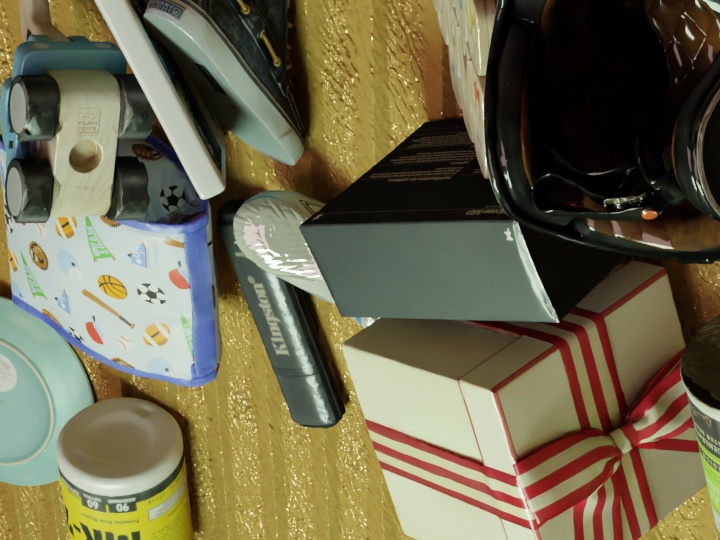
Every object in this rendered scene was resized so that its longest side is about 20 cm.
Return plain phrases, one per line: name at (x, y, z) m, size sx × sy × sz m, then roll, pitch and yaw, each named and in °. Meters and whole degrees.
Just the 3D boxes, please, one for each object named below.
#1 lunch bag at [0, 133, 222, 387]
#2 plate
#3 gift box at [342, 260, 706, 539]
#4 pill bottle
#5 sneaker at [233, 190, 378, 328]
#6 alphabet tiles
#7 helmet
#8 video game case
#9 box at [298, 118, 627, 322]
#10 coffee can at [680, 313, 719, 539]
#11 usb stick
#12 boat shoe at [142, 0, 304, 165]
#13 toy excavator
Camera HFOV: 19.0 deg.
lunch bag at (-0.183, -0.018, 1.713) m, size 0.200 × 0.124 × 0.171 m, roll 32°, pitch 139°, yaw 36°
plate at (-0.342, 0.118, 2.024) m, size 0.199 × 0.026 × 0.201 m, roll 10°, pitch 117°, yaw 21°
gift box at (0.129, 0.102, 1.429) m, size 0.186 × 0.184 × 0.201 m, roll 14°, pitch 134°, yaw 52°
pill bottle at (-0.210, 0.224, 1.956) m, size 0.114 × 0.114 × 0.201 m, roll 27°, pitch 138°, yaw 31°
sneaker at (0.000, 0.000, 1.585) m, size 0.199 × 0.072 × 0.072 m, roll 32°, pitch 113°, yaw 8°
alphabet tiles at (0.059, -0.164, 1.299) m, size 0.200 × 0.015 × 0.196 m, roll -104°, pitch 6°, yaw -52°
helmet at (0.165, -0.113, 1.183) m, size 0.199 × 0.199 × 0.192 m, roll -1°, pitch 76°, yaw 48°
video game case at (-0.150, -0.159, 1.543) m, size 0.201 × 0.023 × 0.182 m, roll 63°, pitch -177°, yaw -15°
box at (0.081, -0.035, 1.387) m, size 0.199 × 0.141 × 0.079 m, roll 0°, pitch 120°, yaw 48°
coffee can at (0.283, 0.130, 1.302) m, size 0.146 × 0.146 × 0.201 m, roll 11°, pitch 127°, yaw 43°
usb stick at (-0.062, 0.037, 1.699) m, size 0.055 × 0.033 × 0.201 m, roll 7°, pitch 124°, yaw 46°
boat shoe at (-0.073, -0.157, 1.522) m, size 0.071 × 0.091 × 0.200 m, roll 25°, pitch 163°, yaw 33°
toy excavator at (-0.231, -0.150, 1.609) m, size 0.200 × 0.099 × 0.196 m, roll 43°, pitch 131°, yaw 54°
